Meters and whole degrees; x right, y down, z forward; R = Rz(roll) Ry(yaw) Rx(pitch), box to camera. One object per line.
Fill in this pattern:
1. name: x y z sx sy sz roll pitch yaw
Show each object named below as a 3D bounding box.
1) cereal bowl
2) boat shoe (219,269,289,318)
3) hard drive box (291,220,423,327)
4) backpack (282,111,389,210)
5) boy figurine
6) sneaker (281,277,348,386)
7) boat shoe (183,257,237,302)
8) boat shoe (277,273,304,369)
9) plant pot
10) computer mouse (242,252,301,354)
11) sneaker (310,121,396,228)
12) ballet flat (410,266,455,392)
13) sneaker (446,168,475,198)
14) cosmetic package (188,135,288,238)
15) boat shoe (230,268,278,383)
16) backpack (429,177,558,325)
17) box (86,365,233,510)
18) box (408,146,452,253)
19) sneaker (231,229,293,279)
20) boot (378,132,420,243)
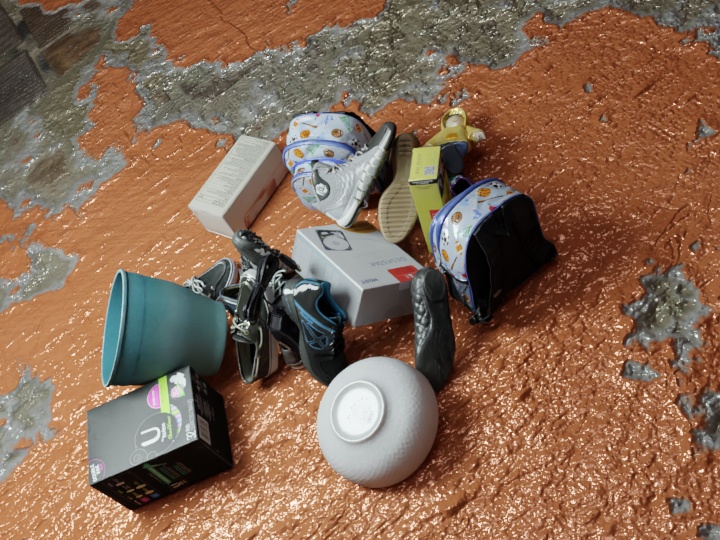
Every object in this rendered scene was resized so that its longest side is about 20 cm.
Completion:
1. cereal bowl: 0.014 0.222 1.222 0.199 0.083 0.201 -14 60 26
2. boat shoe: -0.156 0.043 1.410 0.199 0.062 0.075 -3 49 29
3. hard drive box: 0.000 0.000 1.373 0.155 0.077 0.200 -11 38 -37
4. backpack: -0.057 -0.208 1.517 0.199 0.191 0.155 -6 55 20
5. boy figurine: 0.175 -0.242 1.491 0.124 0.065 0.200 -11 30 25
6. sneaker: -0.058 0.104 1.296 0.082 0.201 0.073 -7 26 36
7. boat shoe: -0.312 0.048 1.536 0.073 0.068 0.200 27 70 36
8. boat shoe: -0.111 0.077 1.430 0.067 0.057 0.201 -12 52 16
9. plant pot: -0.337 0.108 1.397 0.187 0.200 0.201 8 46 -23
10. computer mouse: -0.118 0.059 1.332 0.046 0.200 0.141 -8 58 40
11. sneaker: -0.025 -0.184 1.389 0.115 0.075 0.200 28 97 4
12. ballet flat: 0.114 0.094 1.283 0.066 0.057 0.201 1 85 -15
13. sneaker: 0.171 -0.156 1.452 0.074 0.088 0.200 -42 50 -9
14. cosmetic package: -0.247 -0.172 1.655 0.103 0.087 0.200 20 65 33
15. boat shoe: -0.182 0.098 1.353 0.071 0.201 0.064 14 29 39
16. backpack: 0.203 -0.051 1.282 0.200 0.191 0.154 -41 54 -19
17. box: -0.335 0.280 1.338 0.199 0.124 0.149 -24 49 8
18. box: 0.126 -0.115 1.366 0.050 0.200 0.075 -1 54 15
19. sneaker: -0.188 -0.009 1.450 0.066 0.200 0.091 42 91 23
20. boot: 0.078 -0.146 1.461 0.072 0.166 0.201 7 89 5
